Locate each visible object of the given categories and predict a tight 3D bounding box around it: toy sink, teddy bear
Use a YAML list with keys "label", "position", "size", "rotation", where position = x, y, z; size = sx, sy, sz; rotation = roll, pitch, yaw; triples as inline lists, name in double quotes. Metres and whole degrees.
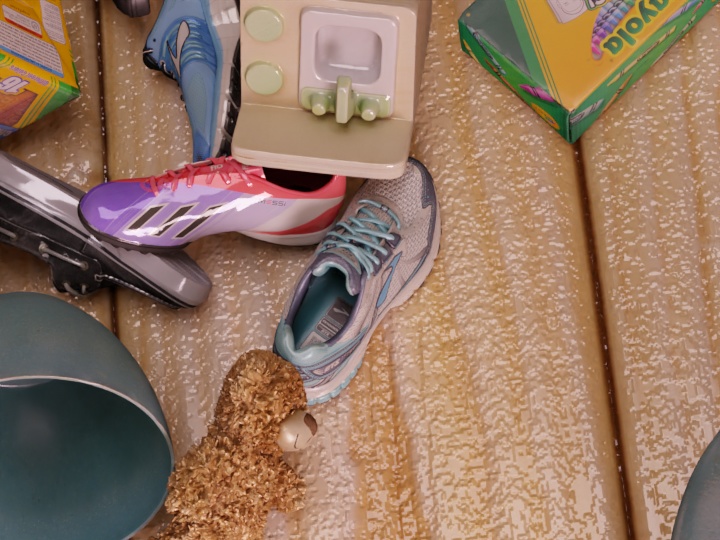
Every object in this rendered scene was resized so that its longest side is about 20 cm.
- label: "toy sink"
  position: [-0.019, -0.176, 1.660]
  size: [0.129, 0.113, 0.201]
  rotation: [6, 41, 5]
- label: "teddy bear"
  position: [-0.086, 0.156, 1.562]
  size: [0.067, 0.145, 0.201]
  rotation: [24, 73, 38]

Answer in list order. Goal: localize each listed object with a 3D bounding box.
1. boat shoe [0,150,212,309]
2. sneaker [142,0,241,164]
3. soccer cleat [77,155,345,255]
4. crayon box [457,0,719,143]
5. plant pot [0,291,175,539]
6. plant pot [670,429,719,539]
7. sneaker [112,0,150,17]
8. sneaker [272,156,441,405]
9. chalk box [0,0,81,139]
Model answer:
- label: "boat shoe"
  position: [-0.204, -0.015, 1.690]
  size: [0.199, 0.072, 0.071]
  rotation: [30, 98, 12]
- label: "sneaker"
  position: [-0.120, -0.154, 1.740]
  size: [0.089, 0.078, 0.201]
  rotation: [-14, 63, 20]
- label: "soccer cleat"
  position: [-0.106, -0.057, 1.650]
  size: [0.198, 0.073, 0.069]
  rotation: [-1, 48, -21]
- label: "crayon box"
  position: [0.184, -0.208, 1.726]
  size: [0.200, 0.058, 0.119]
  rotation: [-44, 71, -12]
- label: "plant pot"
  position: [-0.234, 0.094, 1.591]
  size: [0.198, 0.201, 0.135]
  rotation: [-12, 46, 0]
- label: "plant pot"
  position: [0.287, 0.211, 1.488]
  size: [0.194, 0.197, 0.201]
  rotation: [3, 59, 7]
- label: "sneaker"
  position: [-0.234, -0.256, 1.772]
  size: [0.103, 0.060, 0.201]
  rotation: [-14, 48, -12]
- label: "sneaker"
  position: [0.000, 0.000, 1.647]
  size: [0.077, 0.086, 0.201]
  rotation: [23, 72, 14]
- label: "chalk box"
  position: [-0.331, -0.157, 1.704]
  size: [0.199, 0.124, 0.125]
  rotation: [-27, 65, 25]
